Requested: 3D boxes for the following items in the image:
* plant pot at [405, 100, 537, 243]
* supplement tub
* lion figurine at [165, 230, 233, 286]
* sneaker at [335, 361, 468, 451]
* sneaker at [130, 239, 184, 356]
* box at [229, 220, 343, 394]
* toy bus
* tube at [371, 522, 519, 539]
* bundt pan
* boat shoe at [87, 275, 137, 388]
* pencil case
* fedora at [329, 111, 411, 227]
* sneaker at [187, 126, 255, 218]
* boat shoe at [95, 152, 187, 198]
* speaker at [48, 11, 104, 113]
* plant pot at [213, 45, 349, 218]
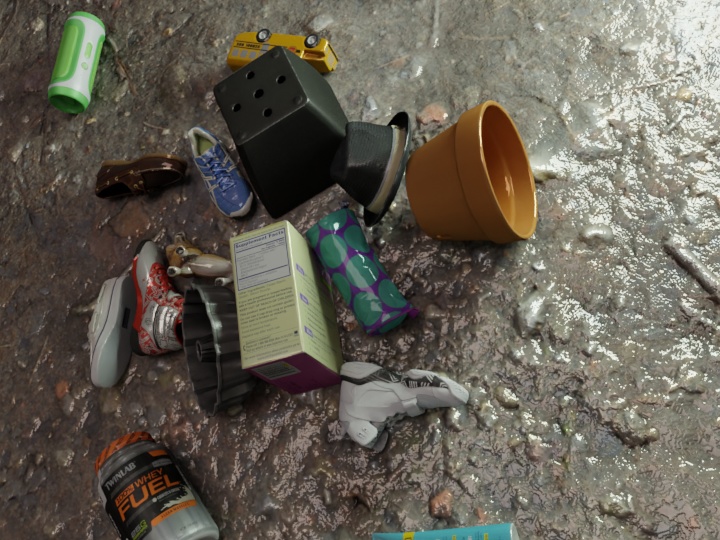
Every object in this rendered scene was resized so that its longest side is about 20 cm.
[{"bbox_3d":[0.156,-0.127,1.012,0.139,0.199,0.203,-14,65,31],"label":"plant pot"},{"bbox_3d":[-0.307,0.346,1.026,0.122,0.123,0.200,-44,62,-1],"label":"supplement tub"},{"bbox_3d":[-0.245,-0.008,1.164,0.197,0.122,0.073,18,92,8],"label":"lion figurine"},{"bbox_3d":[0.052,0.200,0.982,0.197,0.075,0.117,5,72,27],"label":"sneaker"},{"bbox_3d":[-0.329,0.041,1.179,0.106,0.067,0.204,-8,72,22],"label":"sneaker"},{"bbox_3d":[-0.106,0.061,1.032,0.095,0.176,0.203,-15,66,13],"label":"box"},{"bbox_3d":[-0.144,-0.391,1.281,0.198,0.065,0.079,15,76,24],"label":"toy bus"},{"bbox_3d":[0.110,0.373,0.912,0.198,0.050,0.078,-17,58,19],"label":"tube"},{"bbox_3d":[-0.212,0.117,1.059,0.075,0.203,0.204,-7,59,-28],"label":"bundt pan"},{"bbox_3d":[-0.437,0.103,1.196,0.065,0.072,0.203,-6,67,22],"label":"boat shoe"},{"bbox_3d":[0.000,0.000,1.052,0.092,0.085,0.201,-19,70,-36],"label":"pencil case"},{"bbox_3d":[0.006,-0.167,1.067,0.090,0.200,0.203,17,73,-12],"label":"fedora"},{"bbox_3d":[-0.255,-0.173,1.231,0.075,0.077,0.201,-37,64,1],"label":"sneaker"},{"bbox_3d":[-0.409,-0.169,1.290,0.197,0.070,0.071,-5,61,27],"label":"boat shoe"},{"bbox_3d":[-0.592,-0.434,1.449,0.087,0.088,0.203,-2,69,19],"label":"speaker"},{"bbox_3d":[-0.131,-0.246,1.159,0.198,0.178,0.201,-29,64,6],"label":"plant pot"}]
